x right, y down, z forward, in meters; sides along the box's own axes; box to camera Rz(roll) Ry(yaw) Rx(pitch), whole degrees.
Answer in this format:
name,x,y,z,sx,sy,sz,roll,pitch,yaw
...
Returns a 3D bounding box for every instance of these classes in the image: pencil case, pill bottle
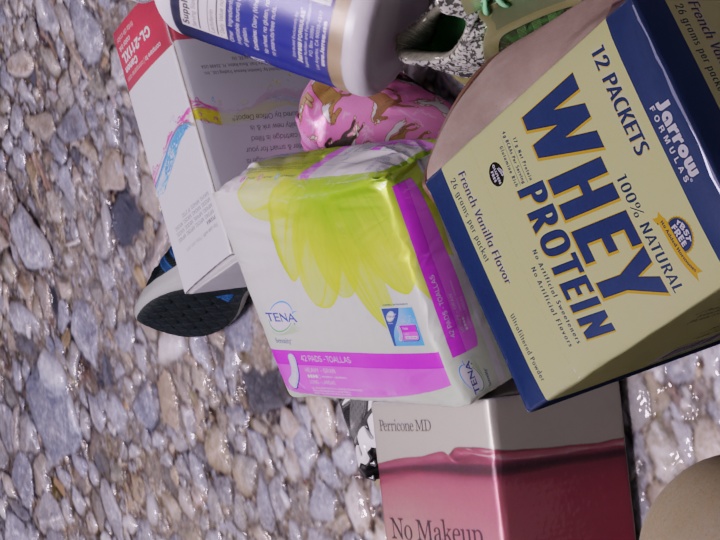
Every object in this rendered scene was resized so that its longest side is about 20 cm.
name,x,y,z,sx,sy,sz,roll,pitch,yaw
pencil case,0.041,-0.067,1.317,0.200,0.086,0.083,40,115,43
pill bottle,-0.062,-0.194,1.310,0.199,0.116,0.117,21,116,17

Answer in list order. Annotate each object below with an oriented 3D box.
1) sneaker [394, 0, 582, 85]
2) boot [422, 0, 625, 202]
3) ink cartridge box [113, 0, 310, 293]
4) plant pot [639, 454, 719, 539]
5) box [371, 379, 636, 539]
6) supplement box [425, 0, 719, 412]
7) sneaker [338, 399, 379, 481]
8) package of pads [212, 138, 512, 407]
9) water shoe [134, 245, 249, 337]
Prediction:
name,x,y,z,sx,sy,sz,roll,pitch,yaw
sneaker,0.089,-0.168,1.235,0.200,0.088,0.077,-44,61,48
boot,0.129,-0.113,1.119,0.070,0.200,0.146,47,164,-9
ink cartridge box,-0.072,-0.094,1.420,0.083,0.145,0.201,-35,67,52
plant pot,0.228,0.181,1.044,0.200,0.186,0.189,-129,45,-56
box,0.092,0.171,1.265,0.127,0.108,0.202,-7,90,55
supplement box,0.178,-0.047,1.014,0.200,0.199,0.135,-41,70,54
sneaker,0.033,0.051,1.366,0.091,0.066,0.200,60,140,26
package of pads,0.000,0.000,1.258,0.199,0.068,0.156,-3,111,55
water shoe,-0.111,-0.014,1.572,0.200,0.071,0.079,-39,36,51
